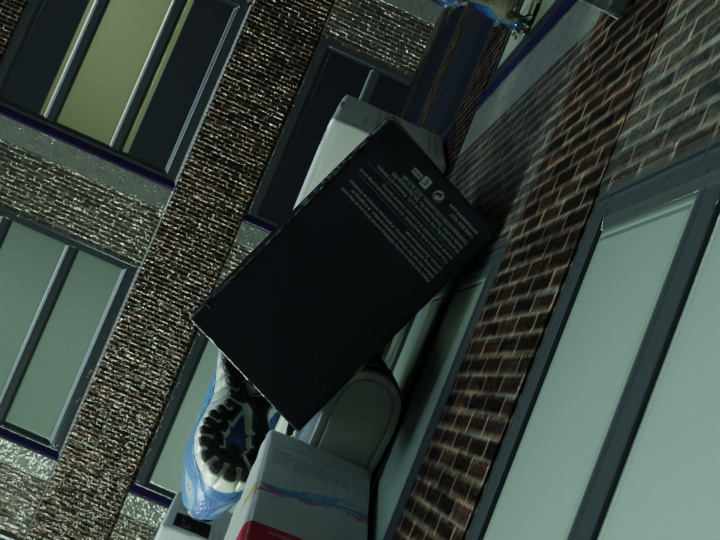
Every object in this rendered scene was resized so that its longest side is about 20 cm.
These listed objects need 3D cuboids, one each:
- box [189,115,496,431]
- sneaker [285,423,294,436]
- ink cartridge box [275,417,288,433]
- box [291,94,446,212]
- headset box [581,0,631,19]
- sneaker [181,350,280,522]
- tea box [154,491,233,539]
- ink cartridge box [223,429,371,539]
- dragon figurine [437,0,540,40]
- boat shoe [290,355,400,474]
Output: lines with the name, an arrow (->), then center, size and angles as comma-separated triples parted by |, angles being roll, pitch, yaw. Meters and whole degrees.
box -> -0.014, -0.003, 0.892 | 0.182, 0.104, 0.200 | -44, 4, 1
sneaker -> -0.050, 0.190, 1.071 | 0.202, 0.076, 0.089 | -61, -8, -15
ink cartridge box -> -0.055, 0.165, 1.207 | 0.115, 0.067, 0.202 | -82, 15, -78
box -> -0.003, -0.067, 1.389 | 0.199, 0.129, 0.202 | -79, 12, -76
headset box -> 0.141, -0.259, 0.690 | 0.175, 0.092, 0.201 | -73, 6, -56
sneaker -> -0.106, 0.125, 1.038 | 0.090, 0.078, 0.201 | -55, 6, 31
tea box -> -0.189, 0.374, 1.400 | 0.200, 0.132, 0.199 | -172, 105, -87
ink cartridge box -> -0.057, 0.210, 0.806 | 0.200, 0.085, 0.149 | -76, 9, -76
dragon figurine -> 0.106, -0.250, 1.120 | 0.200, 0.098, 0.059 | -81, 15, -76
boat shoe -> -0.034, 0.151, 0.927 | 0.062, 0.074, 0.202 | -91, 25, -78
